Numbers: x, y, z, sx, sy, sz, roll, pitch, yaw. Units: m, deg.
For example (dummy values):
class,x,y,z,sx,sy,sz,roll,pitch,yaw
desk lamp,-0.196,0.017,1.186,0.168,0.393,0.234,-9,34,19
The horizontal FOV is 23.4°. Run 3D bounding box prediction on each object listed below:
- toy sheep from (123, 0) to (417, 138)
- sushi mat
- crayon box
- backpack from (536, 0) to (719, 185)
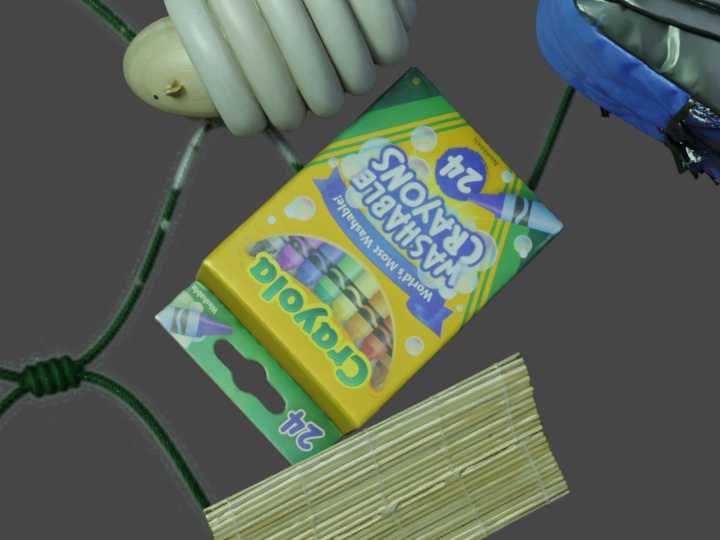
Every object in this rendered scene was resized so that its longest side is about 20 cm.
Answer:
class,x,y,z,sx,sy,sz,roll,pitch,yaw
toy sheep,-0.038,-0.146,0.953,0.199,0.138,0.139,-27,85,5
sushi mat,0.017,0.127,0.951,0.199,0.012,0.096,-25,115,-14
crayon box,0.000,0.000,0.972,0.200,0.052,0.126,-44,90,-14
backpack,0.197,-0.133,0.972,0.199,0.168,0.163,32,73,1
